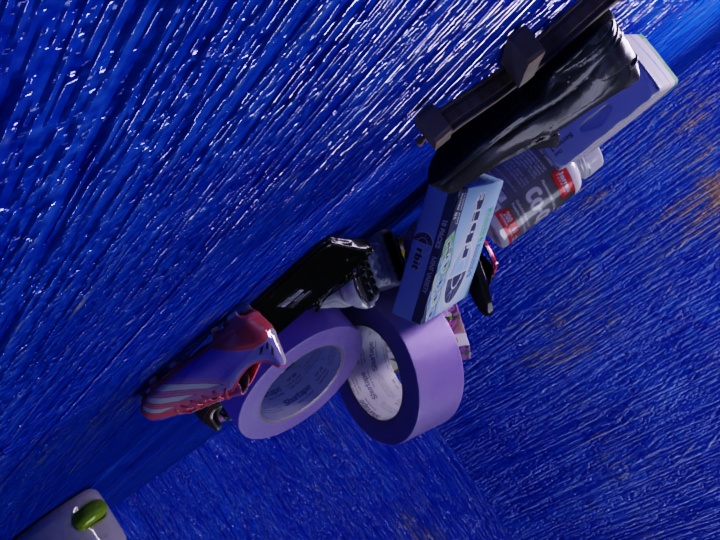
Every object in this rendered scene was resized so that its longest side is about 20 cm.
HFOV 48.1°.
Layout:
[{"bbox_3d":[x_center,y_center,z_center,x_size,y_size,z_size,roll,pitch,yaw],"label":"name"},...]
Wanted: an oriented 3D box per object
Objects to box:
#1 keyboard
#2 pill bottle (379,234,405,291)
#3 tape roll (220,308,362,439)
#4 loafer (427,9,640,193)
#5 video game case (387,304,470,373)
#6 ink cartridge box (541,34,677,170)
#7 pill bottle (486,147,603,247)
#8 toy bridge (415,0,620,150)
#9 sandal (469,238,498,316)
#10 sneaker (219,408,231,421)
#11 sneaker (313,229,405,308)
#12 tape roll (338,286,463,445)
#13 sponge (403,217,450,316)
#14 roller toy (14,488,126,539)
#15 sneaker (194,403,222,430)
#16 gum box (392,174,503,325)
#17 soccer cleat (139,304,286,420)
[{"bbox_3d":[-0.072,0.017,0.895,0.199,0.040,0.103,-39,151,30],"label":"keyboard"},{"bbox_3d":[0.088,-0.001,1.272,0.113,0.114,0.199,-40,173,39],"label":"pill bottle"},{"bbox_3d":[-0.093,0.127,1.059,0.198,0.066,0.202,-33,151,-21],"label":"tape roll"},{"bbox_3d":[0.142,-0.124,0.673,0.199,0.072,0.074,-38,-150,27],"label":"loafer"},{"bbox_3d":[0.072,0.081,1.307,0.177,0.036,0.202,-9,-143,0],"label":"video game case"},{"bbox_3d":[0.297,-0.211,0.989,0.144,0.085,0.199,-40,174,30],"label":"ink cartridge box"},{"bbox_3d":[0.262,-0.138,1.229,0.199,0.115,0.114,-37,175,1],"label":"pill bottle"},{"bbox_3d":[0.119,-0.157,0.600,0.199,0.027,0.067,-39,176,2],"label":"toy bridge"},{"bbox_3d":[0.172,-0.029,1.189,0.044,0.203,0.076,-8,149,-6],"label":"sandal"},{"bbox_3d":[-0.256,0.271,1.596,0.082,0.071,0.200,-38,173,-9],"label":"sneaker"},{"bbox_3d":[0.000,0.000,1.015,0.080,0.077,0.200,-17,-174,26],"label":"sneaker"},{"bbox_3d":[0.046,0.130,1.115,0.084,0.203,0.200,-15,163,-34],"label":"tape roll"},{"bbox_3d":[0.106,-0.004,1.149,0.112,0.029,0.202,-47,147,-32],"label":"sponge"},{"bbox_3d":[-0.523,0.503,1.456,0.181,0.141,0.200,-34,175,-22],"label":"roller toy"},{"bbox_3d":[-0.156,0.147,1.149,0.199,0.076,0.070,-37,174,10],"label":"sneaker"},{"bbox_3d":[0.116,-0.035,1.036,0.199,0.044,0.173,-22,131,-65],"label":"gum box"},{"bbox_3d":[-0.161,0.117,0.854,0.199,0.077,0.067,-40,174,25],"label":"soccer cleat"}]
